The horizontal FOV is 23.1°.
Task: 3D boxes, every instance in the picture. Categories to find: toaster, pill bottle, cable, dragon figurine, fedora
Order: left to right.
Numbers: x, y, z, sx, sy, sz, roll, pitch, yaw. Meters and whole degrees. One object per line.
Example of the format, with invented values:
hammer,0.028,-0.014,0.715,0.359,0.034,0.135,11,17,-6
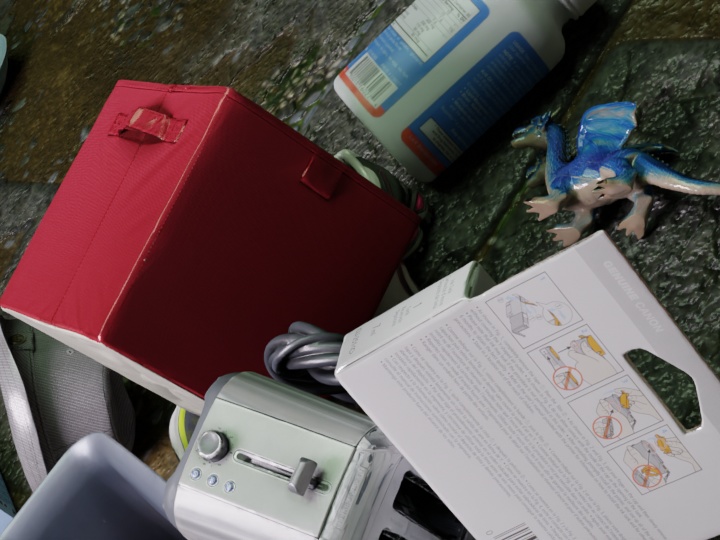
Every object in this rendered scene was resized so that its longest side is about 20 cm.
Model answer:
fedora,-0.235,0.098,1.422,0.090,0.177,0.200,-16,24,-6
toaster,-0.014,0.144,1.062,0.129,0.200,0.114,16,75,33
cable,0.034,0.076,1.070,0.163,0.200,0.051,21,93,51
pill bottle,0.086,-0.172,1.351,0.200,0.112,0.112,-42,32,6
dragon figurine,0.173,-0.075,1.188,0.200,0.059,0.100,-13,46,45

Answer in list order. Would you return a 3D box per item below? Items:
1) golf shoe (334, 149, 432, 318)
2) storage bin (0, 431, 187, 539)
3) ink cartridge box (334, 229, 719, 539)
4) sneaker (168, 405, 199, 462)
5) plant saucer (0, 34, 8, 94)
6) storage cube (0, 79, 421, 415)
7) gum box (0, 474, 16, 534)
golf shoe,0.000,0.000,1.287,0.077,0.088,0.200,-28,38,26
storage bin,-0.141,0.221,1.162,0.146,0.134,0.200,-52,31,-9
ink cartridge box,0.114,0.078,0.950,0.176,0.200,0.045,-30,22,26
sneaker,-0.090,0.097,1.303,0.081,0.074,0.200,-31,36,19
plant saucer,-0.488,-0.200,2.138,0.201,0.039,0.201,-31,34,24
storage cube,-0.100,-0.004,1.178,0.171,0.200,0.180,12,72,56
gum box,-0.387,0.223,1.541,0.170,0.045,0.200,-46,31,1
